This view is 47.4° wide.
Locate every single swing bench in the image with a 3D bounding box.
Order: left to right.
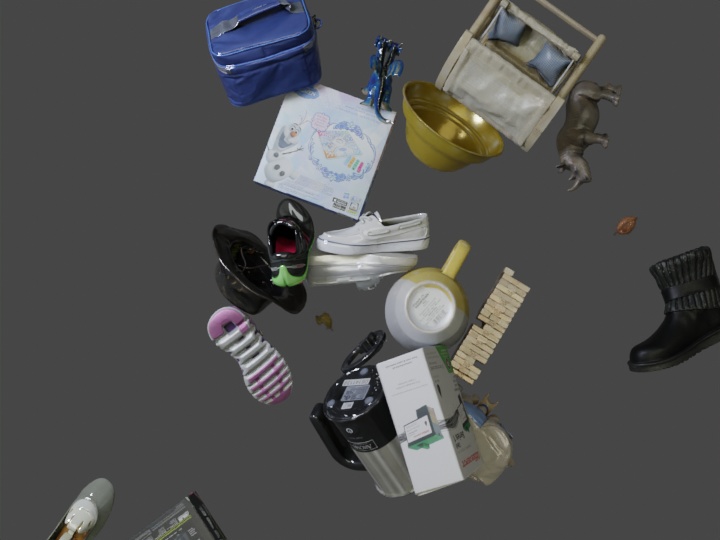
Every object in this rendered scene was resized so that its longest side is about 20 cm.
[{"bbox_3d":[0.264,-0.346,1.376,0.198,0.130,0.201,35,76,3],"label":"swing bench"}]

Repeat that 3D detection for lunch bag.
[{"bbox_3d":[-0.157,-0.387,1.391,0.197,0.133,0.137,-18,55,0],"label":"lunch bag"}]

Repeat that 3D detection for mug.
[{"bbox_3d":[0.112,0.045,1.357,0.147,0.153,0.190,-2,85,3],"label":"mug"}]

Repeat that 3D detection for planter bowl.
[{"bbox_3d":[0.138,-0.228,1.390,0.200,0.200,0.084,38,123,4],"label":"planter bowl"}]

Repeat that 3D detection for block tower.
[{"bbox_3d":[0.218,0.095,1.398,0.057,0.054,0.202,29,88,4],"label":"block tower"}]

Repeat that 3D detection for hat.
[{"bbox_3d":[-0.188,0.018,1.374,0.201,0.200,0.081,45,107,5],"label":"hat"}]

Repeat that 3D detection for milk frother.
[{"bbox_3d":[0.036,0.230,1.363,0.200,0.179,0.189,-48,123,-29],"label":"milk frother"}]

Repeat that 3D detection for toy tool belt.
[{"bbox_3d":[0.178,0.257,1.372,0.125,0.123,0.200,-47,72,13],"label":"toy tool belt"}]

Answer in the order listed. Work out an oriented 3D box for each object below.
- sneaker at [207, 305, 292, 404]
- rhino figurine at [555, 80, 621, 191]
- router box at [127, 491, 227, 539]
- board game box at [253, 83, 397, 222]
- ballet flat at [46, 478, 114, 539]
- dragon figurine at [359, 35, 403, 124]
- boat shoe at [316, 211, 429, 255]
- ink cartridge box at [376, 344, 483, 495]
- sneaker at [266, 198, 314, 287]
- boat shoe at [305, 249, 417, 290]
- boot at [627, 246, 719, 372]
[{"bbox_3d":[-0.185,0.137,1.404,0.080,0.089,0.201,-34,107,-1],"label":"sneaker"},{"bbox_3d":[0.385,-0.233,1.413,0.086,0.060,0.203,15,89,14],"label":"rhino figurine"},{"bbox_3d":[-0.322,0.496,1.386,0.199,0.062,0.151,-35,84,-1],"label":"router box"},{"bbox_3d":[-0.060,-0.213,1.439,0.197,0.043,0.202,21,87,4],"label":"board game box"},{"bbox_3d":[-0.490,0.449,1.397,0.067,0.064,0.201,34,87,4],"label":"ballet flat"},{"bbox_3d":[0.038,-0.330,1.396,0.058,0.201,0.100,12,125,-6],"label":"dragon figurine"},{"bbox_3d":[0.022,-0.069,1.398,0.197,0.074,0.066,-5,108,-14],"label":"boat shoe"},{"bbox_3d":[0.109,0.225,1.257,0.083,0.146,0.203,-21,80,18],"label":"ink cartridge box"},{"bbox_3d":[-0.117,-0.062,1.374,0.075,0.085,0.201,-7,41,0],"label":"sneaker"},{"bbox_3d":[0.000,0.000,1.412,0.197,0.072,0.070,-3,106,-4],"label":"boat shoe"},{"bbox_3d":[0.516,0.065,1.372,0.209,0.079,0.160,-24,92,-10],"label":"boot"}]
